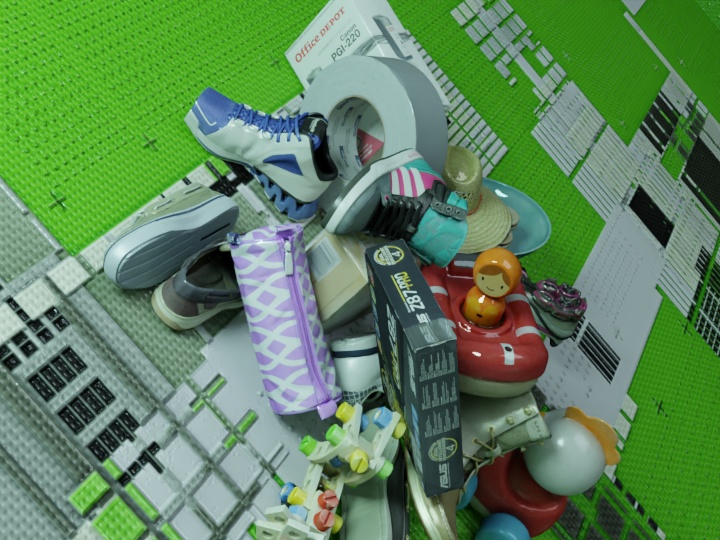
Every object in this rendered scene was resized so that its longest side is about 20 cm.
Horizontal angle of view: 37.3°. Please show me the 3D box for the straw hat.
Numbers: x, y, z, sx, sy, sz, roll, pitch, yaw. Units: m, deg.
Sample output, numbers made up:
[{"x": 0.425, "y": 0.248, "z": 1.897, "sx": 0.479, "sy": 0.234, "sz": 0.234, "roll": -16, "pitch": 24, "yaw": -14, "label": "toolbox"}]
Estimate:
[{"x": 0.119, "y": -0.115, "z": 1.388, "sx": 0.197, "sy": 0.086, "sz": 0.202, "roll": 8, "pitch": 36, "yaw": -6, "label": "straw hat"}]

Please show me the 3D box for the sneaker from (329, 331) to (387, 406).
[{"x": 0.032, "y": 0.110, "z": 1.233, "sx": 0.199, "sy": 0.076, "sz": 0.082, "roll": -5, "pitch": 87, "yaw": -53, "label": "sneaker"}]

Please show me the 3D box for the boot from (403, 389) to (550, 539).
[{"x": 0.126, "y": 0.194, "z": 1.125, "sx": 0.202, "sy": 0.152, "sz": 0.073, "roll": -95, "pitch": 166, "yaw": -49, "label": "boot"}]

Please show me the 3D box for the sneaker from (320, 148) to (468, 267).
[{"x": 0.048, "y": -0.051, "z": 1.108, "sx": 0.121, "sy": 0.084, "sz": 0.200, "roll": 42, "pitch": 34, "yaw": 10, "label": "sneaker"}]

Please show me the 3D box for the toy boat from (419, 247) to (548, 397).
[{"x": 0.134, "y": 0.035, "z": 1.130, "sx": 0.128, "sy": 0.132, "sz": 0.201, "roll": 4, "pitch": 39, "yaw": -13, "label": "toy boat"}]

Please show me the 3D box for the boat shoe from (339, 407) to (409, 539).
[{"x": 0.017, "y": 0.234, "z": 1.111, "sx": 0.061, "sy": 0.071, "sz": 0.203, "roll": 56, "pitch": 25, "yaw": -34, "label": "boat shoe"}]

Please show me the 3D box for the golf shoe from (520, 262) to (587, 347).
[{"x": 0.204, "y": 0.036, "z": 1.458, "sx": 0.198, "sy": 0.093, "sz": 0.073, "roll": 30, "pitch": 38, "yaw": 9, "label": "golf shoe"}]

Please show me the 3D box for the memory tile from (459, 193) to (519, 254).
[{"x": 0.106, "y": -0.067, "z": 1.409, "sx": 0.197, "sy": 0.017, "sz": 0.154, "roll": 19, "pitch": 35, "yaw": 7, "label": "memory tile"}]

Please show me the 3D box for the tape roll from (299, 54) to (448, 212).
[{"x": 0.011, "y": -0.160, "z": 1.310, "sx": 0.066, "sy": 0.200, "sz": 0.202, "roll": -7, "pitch": 65, "yaw": -47, "label": "tape roll"}]

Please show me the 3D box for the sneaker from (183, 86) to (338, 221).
[{"x": -0.099, "y": -0.160, "z": 1.265, "sx": 0.199, "sy": 0.115, "sz": 0.081, "roll": 40, "pitch": 38, "yaw": -15, "label": "sneaker"}]

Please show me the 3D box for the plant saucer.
[{"x": 0.163, "y": -0.066, "z": 1.470, "sx": 0.196, "sy": 0.036, "sz": 0.201, "roll": 8, "pitch": 36, "yaw": -6, "label": "plant saucer"}]

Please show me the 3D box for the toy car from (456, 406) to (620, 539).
[{"x": 0.203, "y": 0.202, "z": 1.217, "sx": 0.177, "sy": 0.200, "sz": 0.184, "roll": 48, "pitch": 37, "yaw": -4, "label": "toy car"}]

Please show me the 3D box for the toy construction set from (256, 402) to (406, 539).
[{"x": -0.035, "y": 0.219, "z": 1.011, "sx": 0.092, "sy": 0.131, "sz": 0.200, "roll": 47, "pitch": 38, "yaw": -5, "label": "toy construction set"}]

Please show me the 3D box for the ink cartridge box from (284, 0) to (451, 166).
[{"x": 0.007, "y": -0.258, "z": 1.429, "sx": 0.084, "sy": 0.145, "sz": 0.202, "roll": -16, "pitch": 72, "yaw": -49, "label": "ink cartridge box"}]

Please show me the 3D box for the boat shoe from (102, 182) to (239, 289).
[{"x": -0.205, "y": -0.038, "z": 1.109, "sx": 0.062, "sy": 0.073, "sz": 0.199, "roll": 32, "pitch": 30, "yaw": 16, "label": "boat shoe"}]

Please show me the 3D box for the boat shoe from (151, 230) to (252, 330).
[{"x": -0.139, "y": 0.000, "z": 1.135, "sx": 0.072, "sy": 0.065, "sz": 0.199, "roll": 54, "pitch": 37, "yaw": 4, "label": "boat shoe"}]

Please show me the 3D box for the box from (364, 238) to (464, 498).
[{"x": 0.055, "y": 0.096, "z": 1.055, "sx": 0.048, "sy": 0.202, "sz": 0.162, "roll": -15, "pitch": 39, "yaw": -10, "label": "box"}]

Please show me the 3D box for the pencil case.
[{"x": -0.073, "y": 0.048, "z": 1.092, "sx": 0.083, "sy": 0.085, "sz": 0.203, "roll": -23, "pitch": 105, "yaw": -40, "label": "pencil case"}]

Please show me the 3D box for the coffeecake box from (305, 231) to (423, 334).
[{"x": 0.000, "y": 0.000, "z": 1.206, "sx": 0.199, "sy": 0.153, "sz": 0.074, "roll": -23, "pitch": 75, "yaw": -52, "label": "coffeecake box"}]
